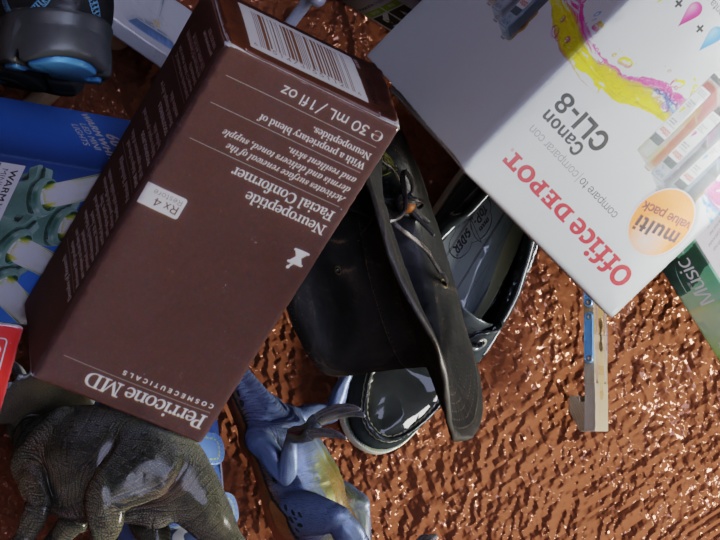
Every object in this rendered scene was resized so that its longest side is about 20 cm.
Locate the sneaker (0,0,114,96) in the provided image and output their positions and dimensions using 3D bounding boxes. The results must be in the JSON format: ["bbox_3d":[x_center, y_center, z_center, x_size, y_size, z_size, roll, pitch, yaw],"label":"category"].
[{"bbox_3d":[-0.162,-0.133,1.023,0.073,0.200,0.083,9,89,-25],"label":"sneaker"}]

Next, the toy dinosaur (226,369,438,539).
[{"bbox_3d":[-0.042,0.109,1.115,0.181,0.105,0.201,36,95,2],"label":"toy dinosaur"}]

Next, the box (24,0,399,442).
[{"bbox_3d":[-0.076,-0.025,0.994,0.099,0.075,0.201,23,114,-23],"label":"box"}]

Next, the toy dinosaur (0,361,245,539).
[{"bbox_3d":[-0.127,0.106,1.032,0.077,0.199,0.103,22,83,-60],"label":"toy dinosaur"}]

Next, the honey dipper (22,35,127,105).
[{"bbox_3d":[-0.192,-0.074,1.101,0.200,0.038,0.038,-46,104,-21],"label":"honey dipper"}]

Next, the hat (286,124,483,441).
[{"bbox_3d":[0.000,0.000,1.072,0.080,0.201,0.202,-16,93,8],"label":"hat"}]

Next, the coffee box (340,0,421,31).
[{"bbox_3d":[0.001,-0.224,1.170,0.199,0.080,0.114,28,74,-20],"label":"coffee box"}]

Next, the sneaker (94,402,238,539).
[{"bbox_3d":[-0.101,0.128,1.102,0.073,0.082,0.202,-5,85,-22],"label":"sneaker"}]

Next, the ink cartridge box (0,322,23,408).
[{"bbox_3d":[-0.271,0.106,0.994,0.175,0.045,0.202,11,112,-18],"label":"ink cartridge box"}]

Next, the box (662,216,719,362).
[{"bbox_3d":[0.205,-0.064,1.242,0.201,0.036,0.144,55,42,-10],"label":"box"}]

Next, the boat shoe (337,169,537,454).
[{"bbox_3d":[0.055,0.017,1.185,0.074,0.066,0.200,40,73,-17],"label":"boat shoe"}]

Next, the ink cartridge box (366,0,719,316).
[{"bbox_3d":[0.135,-0.111,1.069,0.200,0.145,0.145,-44,125,7],"label":"ink cartridge box"}]

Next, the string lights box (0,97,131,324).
[{"bbox_3d":[-0.175,-0.030,1.039,0.199,0.059,0.103,8,123,-39],"label":"string lights box"}]

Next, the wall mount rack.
[{"bbox_3d":[-0.084,-0.133,1.087,0.199,0.174,0.075,34,117,-18],"label":"wall mount rack"}]

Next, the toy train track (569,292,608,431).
[{"bbox_3d":[0.130,-0.004,1.226,0.114,0.032,0.202,9,80,-63],"label":"toy train track"}]
